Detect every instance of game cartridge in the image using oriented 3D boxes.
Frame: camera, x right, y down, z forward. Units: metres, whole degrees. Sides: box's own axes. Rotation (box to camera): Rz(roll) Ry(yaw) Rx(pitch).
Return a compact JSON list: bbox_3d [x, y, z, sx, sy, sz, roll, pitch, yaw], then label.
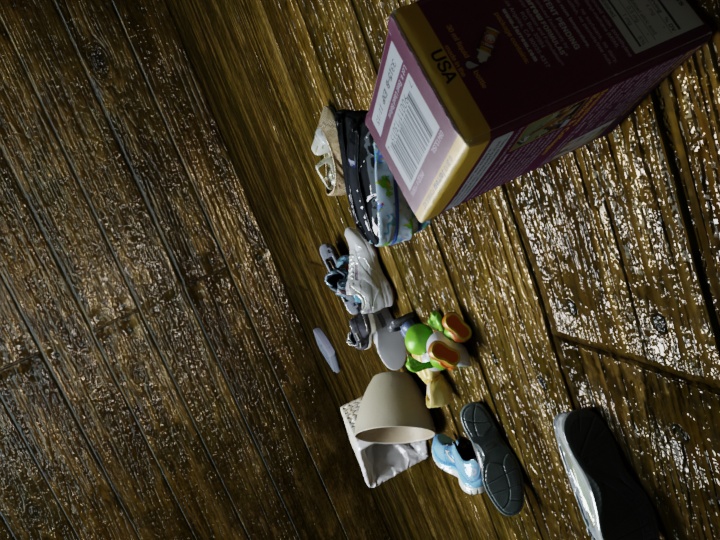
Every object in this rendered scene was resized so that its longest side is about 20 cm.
[{"bbox_3d":[-0.049,0.025,1.547,0.203,0.041,0.133,64,180,5],"label":"game cartridge"},{"bbox_3d":[-0.152,0.348,2.532,0.200,0.040,0.135,49,162,48],"label":"game cartridge"}]

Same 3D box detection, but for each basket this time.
[{"bbox_3d":[0.064,0.454,1.585,0.161,0.197,0.201,52,160,48],"label":"basket"}]

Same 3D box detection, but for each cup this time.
[{"bbox_3d":[0.081,0.334,1.399,0.201,0.196,0.146,95,174,-63],"label":"cup"}]

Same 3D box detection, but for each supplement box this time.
[{"bbox_3d":[0.116,-0.138,0.414,0.104,0.197,0.131,62,165,12],"label":"supplement box"}]

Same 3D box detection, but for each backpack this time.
[{"bbox_3d":[0.036,-0.137,0.874,0.163,0.151,0.204,-145,54,-59],"label":"backpack"}]

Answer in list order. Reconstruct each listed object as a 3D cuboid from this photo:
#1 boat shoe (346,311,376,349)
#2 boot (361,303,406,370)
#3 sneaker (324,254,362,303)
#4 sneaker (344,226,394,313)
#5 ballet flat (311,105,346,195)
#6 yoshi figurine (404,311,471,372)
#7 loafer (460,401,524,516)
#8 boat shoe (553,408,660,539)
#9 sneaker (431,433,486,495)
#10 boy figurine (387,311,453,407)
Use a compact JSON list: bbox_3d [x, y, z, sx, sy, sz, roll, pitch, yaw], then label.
[{"bbox_3d":[-0.008,0.147,1.360,0.201,0.062,0.074,107,145,-67],"label":"boat shoe"},{"bbox_3d":[0.056,0.147,1.396,0.096,0.072,0.203,102,150,-77],"label":"boot"},{"bbox_3d":[-0.042,0.008,1.387,0.200,0.094,0.081,-123,43,-65],"label":"sneaker"},{"bbox_3d":[0.000,0.000,1.274,0.203,0.098,0.075,66,168,5],"label":"sneaker"},{"bbox_3d":[-0.066,-0.240,1.190,0.071,0.064,0.203,48,157,50],"label":"ballet flat"},{"bbox_3d":[0.128,0.131,1.033,0.200,0.110,0.114,109,150,-73],"label":"yoshi figurine"},{"bbox_3d":[0.242,0.336,1.036,0.063,0.071,0.203,42,-153,-75],"label":"loafer"},{"bbox_3d":[0.296,0.271,0.697,0.065,0.073,0.205,98,150,-75],"label":"boat shoe"},{"bbox_3d":[0.218,0.390,1.217,0.199,0.077,0.092,-160,65,-66],"label":"sneaker"},{"bbox_3d":[0.128,0.193,1.197,0.125,0.063,0.203,114,134,-68],"label":"boy figurine"}]
